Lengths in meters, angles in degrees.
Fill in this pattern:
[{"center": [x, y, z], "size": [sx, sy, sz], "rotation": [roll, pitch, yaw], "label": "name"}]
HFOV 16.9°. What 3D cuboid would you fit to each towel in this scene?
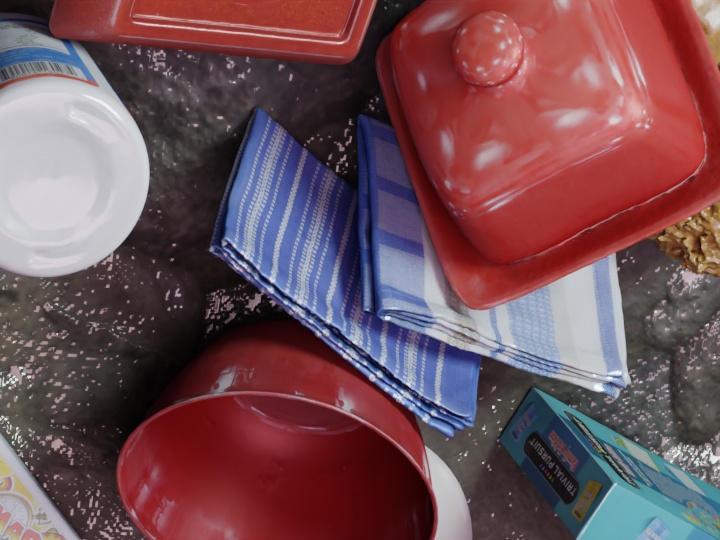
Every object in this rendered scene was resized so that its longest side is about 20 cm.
[{"center": [0.000, 0.000, 1.471], "size": [0.200, 0.145, 0.024], "rotation": [39, 124, -19], "label": "towel"}, {"center": [0.084, -0.010, 1.502], "size": [0.199, 0.148, 0.024], "rotation": [18, 145, -30], "label": "towel"}]

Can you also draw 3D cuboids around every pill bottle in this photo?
[{"center": [-0.190, -0.080, 1.354], "size": [0.112, 0.200, 0.113], "rotation": [-6, 111, -15], "label": "pill bottle"}]

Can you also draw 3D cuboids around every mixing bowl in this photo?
[{"center": [-0.043, 0.103, 1.503], "size": [0.199, 0.109, 0.201], "rotation": [7, 136, 6], "label": "mixing bowl"}]

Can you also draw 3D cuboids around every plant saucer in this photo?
[{"center": [-0.052, -0.200, 1.328], "size": [0.199, 0.037, 0.201], "rotation": [2, 121, -32], "label": "plant saucer"}]

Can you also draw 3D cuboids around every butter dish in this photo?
[{"center": [0.095, -0.108, 1.398], "size": [0.199, 0.200, 0.148], "rotation": [-25, 159, 17], "label": "butter dish"}]

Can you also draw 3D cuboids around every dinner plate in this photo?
[{"center": [-0.017, 0.198, 1.616], "size": [0.199, 0.024, 0.201], "rotation": [-6, 113, -15], "label": "dinner plate"}]

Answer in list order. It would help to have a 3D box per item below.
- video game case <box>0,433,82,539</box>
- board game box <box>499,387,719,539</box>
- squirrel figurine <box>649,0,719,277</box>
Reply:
[{"center": [-0.272, 0.197, 1.534], "size": [0.182, 0.023, 0.200], "rotation": [-35, 116, -3], "label": "video game case"}, {"center": [0.203, 0.167, 1.601], "size": [0.199, 0.151, 0.047], "rotation": [29, 100, -24], "label": "board game box"}, {"center": [0.218, -0.107, 1.512], "size": [0.200, 0.142, 0.187], "rotation": [-45, 110, 0], "label": "squirrel figurine"}]
